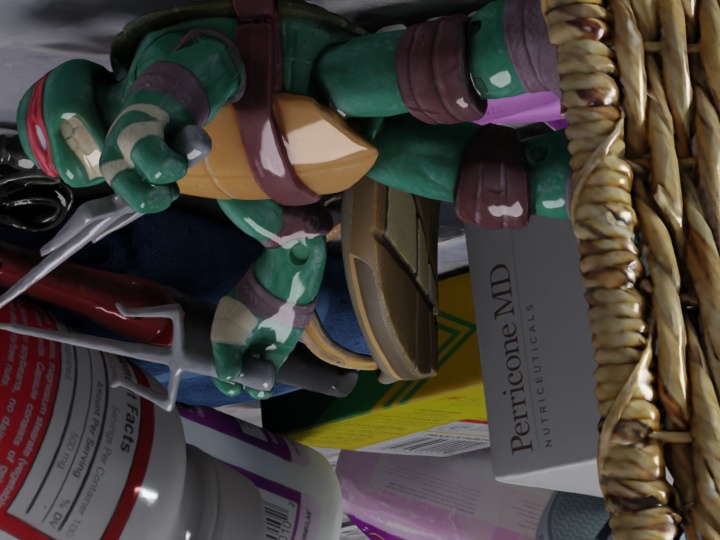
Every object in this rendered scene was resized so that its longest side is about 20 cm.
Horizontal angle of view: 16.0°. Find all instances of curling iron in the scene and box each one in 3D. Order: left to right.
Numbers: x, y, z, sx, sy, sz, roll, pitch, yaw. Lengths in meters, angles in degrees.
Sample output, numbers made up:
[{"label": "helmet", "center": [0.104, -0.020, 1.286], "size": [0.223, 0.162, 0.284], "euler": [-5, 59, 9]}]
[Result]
[{"label": "curling iron", "center": [-0.067, 0.008, 0.849], "size": [0.050, 0.026, 0.200], "euler": [-39, 136, 20]}]

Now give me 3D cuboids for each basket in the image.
[{"label": "basket", "center": [0.096, -0.011, 0.586], "size": [0.148, 0.201, 0.143], "euler": [-5, 168, -14]}]

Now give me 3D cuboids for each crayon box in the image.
[{"label": "crayon box", "center": [0.068, 0.036, 1.099], "size": [0.200, 0.051, 0.127], "euler": [-17, 162, 41]}]

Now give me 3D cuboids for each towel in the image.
[{"label": "towel", "center": [-0.069, 0.018, 0.966], "size": [0.111, 0.049, 0.200], "euler": [-14, 164, 26]}]

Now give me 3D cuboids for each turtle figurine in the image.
[{"label": "turtle figurine", "center": [-0.023, -0.029, 0.668], "size": [0.199, 0.101, 0.150], "euler": [-5, 162, 18]}]

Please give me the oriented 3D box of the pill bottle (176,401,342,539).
[{"label": "pill bottle", "center": [-0.117, 0.095, 1.057], "size": [0.199, 0.113, 0.112], "euler": [24, 155, -22]}]

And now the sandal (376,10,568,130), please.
[{"label": "sandal", "center": [0.082, -0.051, 0.737], "size": [0.202, 0.050, 0.082], "euler": [-9, 167, 11]}]

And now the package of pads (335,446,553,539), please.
[{"label": "package of pads", "center": [0.094, 0.126, 1.228], "size": [0.199, 0.076, 0.121], "euler": [14, 157, 36]}]

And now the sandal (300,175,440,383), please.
[{"label": "sandal", "center": [0.000, 0.000, 0.878], "size": [0.054, 0.081, 0.200], "euler": [2, 172, 3]}]

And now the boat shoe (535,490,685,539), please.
[{"label": "boat shoe", "center": [0.127, 0.057, 0.989], "size": [0.200, 0.074, 0.067], "euler": [-42, 167, -27]}]

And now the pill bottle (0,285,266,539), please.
[{"label": "pill bottle", "center": [-0.132, 0.062, 0.841], "size": [0.200, 0.113, 0.112], "euler": [33, 146, -30]}]

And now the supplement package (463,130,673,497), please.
[{"label": "supplement package", "center": [0.149, 0.003, 0.848], "size": [0.199, 0.117, 0.117], "euler": [-15, 165, 31]}]
